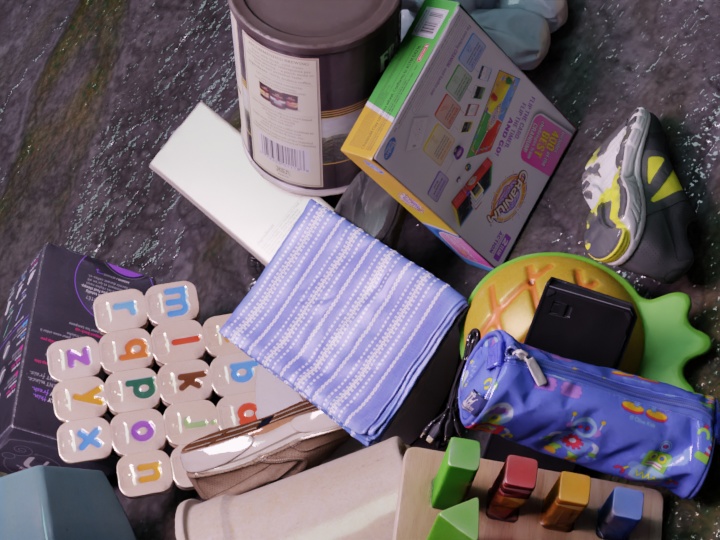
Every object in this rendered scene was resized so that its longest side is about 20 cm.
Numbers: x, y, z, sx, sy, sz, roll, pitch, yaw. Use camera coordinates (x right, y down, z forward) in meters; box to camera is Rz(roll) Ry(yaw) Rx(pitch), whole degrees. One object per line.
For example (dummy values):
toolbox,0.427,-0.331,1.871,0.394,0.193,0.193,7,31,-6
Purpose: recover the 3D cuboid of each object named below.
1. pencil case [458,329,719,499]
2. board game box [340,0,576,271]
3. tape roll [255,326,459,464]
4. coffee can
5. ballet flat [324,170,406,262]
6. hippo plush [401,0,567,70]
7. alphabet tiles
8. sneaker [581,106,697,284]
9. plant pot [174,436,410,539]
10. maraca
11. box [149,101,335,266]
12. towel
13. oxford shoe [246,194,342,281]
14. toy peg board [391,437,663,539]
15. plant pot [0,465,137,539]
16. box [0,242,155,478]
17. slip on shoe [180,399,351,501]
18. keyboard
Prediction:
pencil case,0.169,0.103,1.348,0.087,0.199,0.078,120,166,-54
board game box,0.087,-0.111,1.556,0.040,0.200,0.153,19,74,45
tape roll,-0.005,0.083,1.621,0.202,0.037,0.204,-20,51,27
coffee can,-0.037,-0.181,1.566,0.145,0.200,0.147,0,56,0
ballet flat,0.000,0.000,1.575,0.066,0.057,0.201,12,82,33
hippo plush,0.087,-0.234,1.708,0.200,0.159,0.161,-48,8,-27
alphabet tiles,-0.185,0.108,1.682,0.194,0.015,0.201,-10,66,-5
sneaker,0.231,-0.055,1.500,0.075,0.084,0.200,-48,16,37
plant pot,-0.017,0.231,1.440,0.183,0.201,0.201,-28,47,7
maraca,0.174,0.058,1.446,0.199,0.107,0.138,13,84,19
box,-0.091,-0.060,1.662,0.200,0.068,0.082,41,91,24
towel,-0.017,0.040,1.515,0.200,0.024,0.145,33,88,37
oxford shoe,-0.032,-0.066,1.733,0.200,0.073,0.084,-46,18,11
toy peg board,0.122,0.221,1.301,0.198,0.098,0.201,10,62,-3
plant pot,-0.269,0.277,1.587,0.141,0.141,0.201,-19,72,29
box,-0.281,0.096,1.757,0.106,0.122,0.201,-42,35,49
slip on shoe,-0.056,0.150,1.554,0.199,0.061,0.076,-20,6,15
keyboard,0.122,0.096,1.403,0.021,0.126,0.201,-84,11,-68
